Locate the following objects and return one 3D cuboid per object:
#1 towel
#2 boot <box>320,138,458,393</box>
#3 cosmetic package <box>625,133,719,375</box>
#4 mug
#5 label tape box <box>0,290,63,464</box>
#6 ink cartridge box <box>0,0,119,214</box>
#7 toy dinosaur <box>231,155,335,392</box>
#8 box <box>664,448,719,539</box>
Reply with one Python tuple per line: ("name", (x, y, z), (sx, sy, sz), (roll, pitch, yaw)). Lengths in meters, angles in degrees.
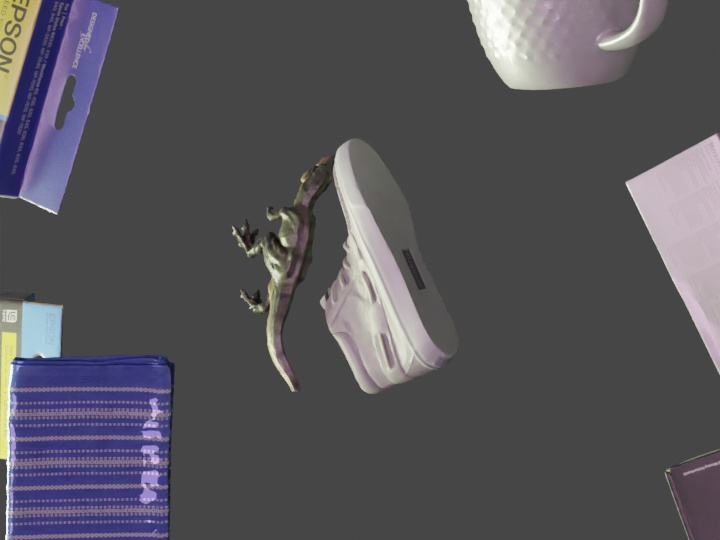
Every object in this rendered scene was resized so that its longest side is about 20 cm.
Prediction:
("towel", (-0.233, 0.172, 1.763), (0.144, 0.024, 0.201), (1, 95, -12))
("boot", (0.000, 0.000, 1.658), (0.095, 0.073, 0.200), (-28, 76, 29))
("cosmetic package", (0.284, 0.003, 1.533), (0.082, 0.051, 0.200), (-28, 81, 26))
("mug", (0.160, -0.225, 1.509), (0.200, 0.147, 0.176), (14, 112, 59))
("label tape box", (-0.339, 0.091, 1.830), (0.200, 0.063, 0.145), (5, 95, 23))
("ink cartridge box", (-0.333, -0.175, 1.823), (0.200, 0.047, 0.198), (23, 102, 25))
("toy dinosaur", (-0.068, -0.001, 1.692), (0.088, 0.047, 0.201), (0, 79, 51))
("box", (0.348, 0.190, 1.517), (0.200, 0.044, 0.161), (-22, 83, 25))
